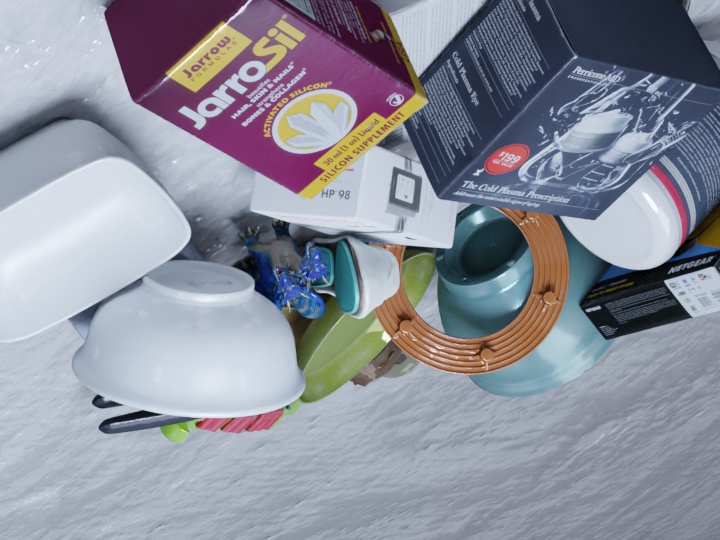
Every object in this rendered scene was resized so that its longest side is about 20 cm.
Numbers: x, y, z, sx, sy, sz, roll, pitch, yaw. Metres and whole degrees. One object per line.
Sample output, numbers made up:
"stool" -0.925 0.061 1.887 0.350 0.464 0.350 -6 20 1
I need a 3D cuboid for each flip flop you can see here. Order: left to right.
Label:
"flip flop" 0.013 0.098 1.973 0.081 0.058 0.200 -37 153 18

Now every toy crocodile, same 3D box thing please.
"toy crocodile" -0.132 0.146 1.912 0.199 0.062 0.067 4 140 -49

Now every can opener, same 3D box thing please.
"can opener" -0.164 0.123 1.775 0.199 0.064 0.079 -16 153 -25

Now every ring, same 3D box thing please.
"ring" 0.104 -0.001 1.729 0.200 0.201 0.019 -25 179 -7

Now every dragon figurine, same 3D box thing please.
"dragon figurine" -0.069 0.020 1.640 0.059 0.100 0.200 -16 152 -15

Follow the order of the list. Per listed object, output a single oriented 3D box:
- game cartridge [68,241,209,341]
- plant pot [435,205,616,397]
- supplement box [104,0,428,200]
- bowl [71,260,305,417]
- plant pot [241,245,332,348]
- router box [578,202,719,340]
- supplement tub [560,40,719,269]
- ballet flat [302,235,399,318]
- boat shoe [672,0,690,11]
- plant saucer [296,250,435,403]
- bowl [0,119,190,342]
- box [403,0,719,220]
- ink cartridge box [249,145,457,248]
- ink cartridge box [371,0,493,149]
"game cartridge" -0.187 0.039 1.654 0.133 0.042 0.200 -30 144 -3
"plant pot" 0.156 0.008 1.829 0.200 0.201 0.134 -33 127 10
"supplement box" -0.067 -0.157 1.324 0.131 0.104 0.200 -38 140 22
"bowl" -0.142 0.048 1.534 0.200 0.201 0.091 -7 112 -38
"plant pot" -0.087 0.034 1.791 0.199 0.028 0.200 -23 155 -11
"router box" 0.317 -0.014 1.715 0.149 0.051 0.200 -47 -166 -31
"supplement tub" 0.285 -0.110 1.700 0.200 0.140 0.141 -44 163 -28
"ballet flat" 0.000 0.000 1.619 0.069 0.070 0.200 -22 -169 -12
"boat shoe" 0.227 -0.189 1.641 0.067 0.072 0.200 -18 155 -42
"plant saucer" -0.003 0.050 1.821 0.200 0.031 0.200 -44 163 -16
"bowl" -0.253 -0.037 1.436 0.199 0.075 0.200 -30 155 3
"box" 0.168 -0.143 1.504 0.199 0.104 0.182 5 140 -41
"ink cartridge box" -0.014 -0.070 1.560 0.115 0.067 0.200 5 174 34
"ink cartridge box" 0.079 -0.192 1.514 0.175 0.045 0.200 -22 154 -11
